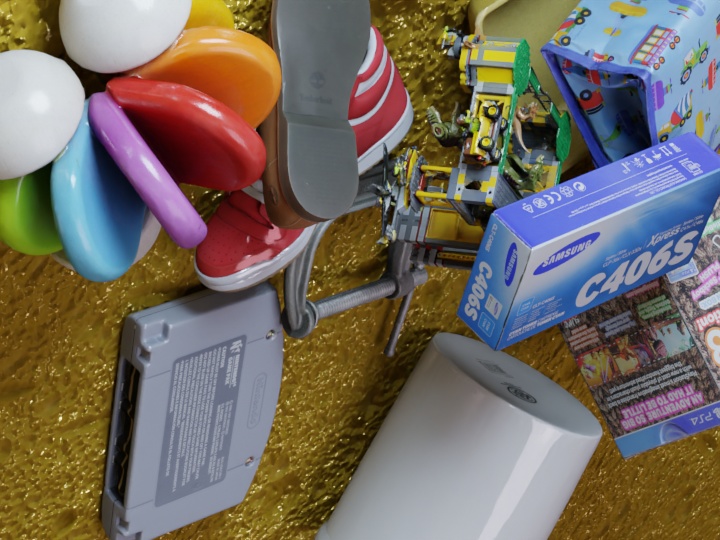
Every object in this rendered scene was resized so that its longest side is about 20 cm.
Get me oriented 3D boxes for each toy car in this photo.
[{"bbox_3d":[-0.131,-0.076,1.323,0.200,0.150,0.175,-44,144,-8],"label":"toy car"}]

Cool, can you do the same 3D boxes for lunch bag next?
[{"bbox_3d":[0.230,-0.132,1.587,0.151,0.094,0.201,-51,140,-23],"label":"lunch bag"}]

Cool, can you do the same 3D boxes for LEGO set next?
[{"bbox_3d":[0.064,-0.079,1.511,0.200,0.115,0.155,28,70,-69],"label":"LEGO set"}]

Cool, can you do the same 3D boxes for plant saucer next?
[{"bbox_3d":[0.153,-0.170,1.633,0.199,0.048,0.201,-35,141,-22],"label":"plant saucer"}]

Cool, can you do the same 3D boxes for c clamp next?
[{"bbox_3d":[0.000,0.000,1.608,0.199,0.027,0.172,-10,122,-56],"label":"c clamp"}]

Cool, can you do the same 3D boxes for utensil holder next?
[{"bbox_3d":[0.080,0.176,1.757,0.169,0.170,0.201,13,110,-51],"label":"utensil holder"}]

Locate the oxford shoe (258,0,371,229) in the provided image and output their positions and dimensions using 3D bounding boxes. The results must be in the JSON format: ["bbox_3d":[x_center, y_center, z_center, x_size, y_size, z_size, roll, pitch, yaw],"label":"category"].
[{"bbox_3d":[-0.040,-0.123,1.409,0.071,0.071,0.202,14,71,-28],"label":"oxford shoe"}]

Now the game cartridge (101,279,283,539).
[{"bbox_3d":[-0.118,0.098,1.589,0.132,0.040,0.201,-15,131,-34],"label":"game cartridge"}]

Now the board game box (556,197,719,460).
[{"bbox_3d":[0.236,0.026,1.722,0.096,0.201,0.159,-25,178,-30],"label":"board game box"}]

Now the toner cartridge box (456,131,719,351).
[{"bbox_3d":[0.160,-0.022,1.497,0.199,0.043,0.096,-22,143,-36],"label":"toner cartridge box"}]

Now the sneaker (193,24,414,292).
[{"bbox_3d":[-0.048,-0.083,1.473,0.200,0.071,0.113,-47,149,-18],"label":"sneaker"}]
